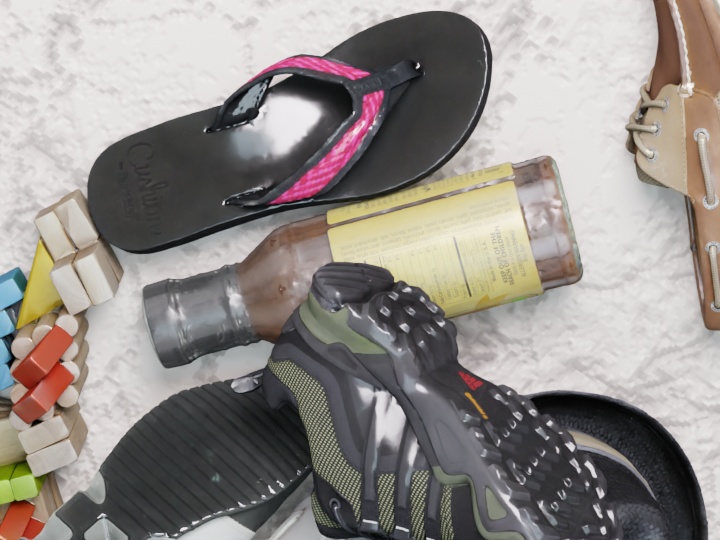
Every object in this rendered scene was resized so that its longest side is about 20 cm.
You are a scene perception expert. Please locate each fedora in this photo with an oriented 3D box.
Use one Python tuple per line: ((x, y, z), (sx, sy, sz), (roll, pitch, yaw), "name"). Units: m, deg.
((0.095, 0.160, 1.230), (0.201, 0.092, 0.201), (-6, 106, -21), "fedora")

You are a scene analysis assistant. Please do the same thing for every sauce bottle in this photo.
((0.000, 0.000, 1.236), (0.200, 0.065, 0.065), (-14, 103, 6), "sauce bottle")

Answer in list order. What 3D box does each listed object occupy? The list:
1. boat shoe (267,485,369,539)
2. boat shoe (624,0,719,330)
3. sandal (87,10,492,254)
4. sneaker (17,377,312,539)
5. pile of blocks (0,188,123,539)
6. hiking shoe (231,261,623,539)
((-0.016, 0.141, 1.268), (0.200, 0.066, 0.072), (-41, 99, 10), "boat shoe")
((0.155, -0.061, 1.215), (0.072, 0.076, 0.200), (-18, 101, 7), "boat shoe")
((-0.033, -0.061, 1.220), (0.200, 0.045, 0.075), (-21, 74, 7), "sandal")
((-0.096, 0.126, 1.256), (0.200, 0.089, 0.074), (-36, 63, -21), "sneaker")
((-0.162, 0.062, 1.253), (0.082, 0.062, 0.200), (10, 103, -2), "pile of blocks")
((0.032, 0.093, 1.181), (0.200, 0.076, 0.101), (50, 122, 17), "hiking shoe")
